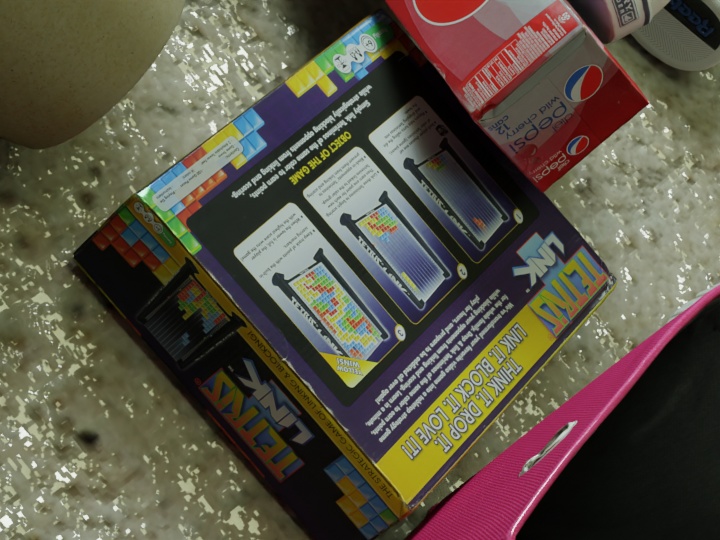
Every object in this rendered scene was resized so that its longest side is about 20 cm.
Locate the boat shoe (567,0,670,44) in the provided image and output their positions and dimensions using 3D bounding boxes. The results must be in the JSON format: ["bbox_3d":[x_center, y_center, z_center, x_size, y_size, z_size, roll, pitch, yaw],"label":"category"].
[{"bbox_3d":[0.108,-0.152,1.125,0.074,0.065,0.200,67,-8,-25],"label":"boat shoe"}]

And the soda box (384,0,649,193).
[{"bbox_3d":[0.045,-0.129,1.067,0.070,0.063,0.200,41,13,-49],"label":"soda box"}]

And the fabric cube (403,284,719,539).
[{"bbox_3d":[0.100,0.160,0.864,0.200,0.199,0.196,49,43,0],"label":"fabric cube"}]

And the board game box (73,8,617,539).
[{"bbox_3d":[0.000,0.000,1.003,0.165,0.057,0.200,50,42,-1],"label":"board game box"}]

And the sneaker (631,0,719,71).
[{"bbox_3d":[0.133,-0.204,1.258,0.200,0.073,0.112,47,38,-14],"label":"sneaker"}]

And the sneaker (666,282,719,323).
[{"bbox_3d":[0.221,0.023,1.165,0.200,0.078,0.077,-30,95,-44],"label":"sneaker"}]

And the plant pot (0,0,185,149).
[{"bbox_3d":[-0.166,-0.144,0.899,0.200,0.187,0.188,42,41,-28],"label":"plant pot"}]
